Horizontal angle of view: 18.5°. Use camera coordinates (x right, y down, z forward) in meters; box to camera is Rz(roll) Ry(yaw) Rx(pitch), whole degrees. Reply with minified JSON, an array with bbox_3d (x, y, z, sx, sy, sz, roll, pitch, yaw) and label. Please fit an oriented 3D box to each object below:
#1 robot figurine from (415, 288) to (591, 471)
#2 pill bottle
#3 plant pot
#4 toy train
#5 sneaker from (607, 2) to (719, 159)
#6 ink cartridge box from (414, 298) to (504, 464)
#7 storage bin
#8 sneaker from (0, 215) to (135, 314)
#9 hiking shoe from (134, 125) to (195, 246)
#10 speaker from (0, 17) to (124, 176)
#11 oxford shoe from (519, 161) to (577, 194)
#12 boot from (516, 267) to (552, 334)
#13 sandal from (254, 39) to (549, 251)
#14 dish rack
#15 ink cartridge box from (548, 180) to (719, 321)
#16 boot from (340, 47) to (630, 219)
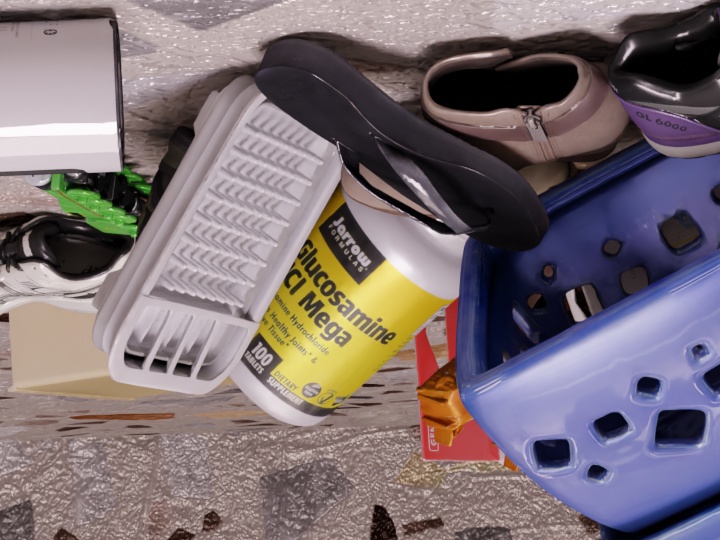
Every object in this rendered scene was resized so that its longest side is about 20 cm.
[{"bbox_3d":[0.142,0.064,1.576,0.199,0.059,0.144,-31,-149,-33],"label":"robot figurine"},{"bbox_3d":[0.000,0.000,1.442,0.200,0.113,0.112,-44,154,20],"label":"pill bottle"},{"bbox_3d":[0.183,0.047,1.282,0.199,0.180,0.200,-28,-157,16],"label":"plant pot"},{"bbox_3d":[-0.179,-0.053,1.491,0.056,0.042,0.200,6,172,11],"label":"toy train"},{"bbox_3d":[0.230,-0.112,1.182,0.198,0.076,0.087,-14,154,24],"label":"sneaker"},{"bbox_3d":[0.116,0.049,1.706,0.044,0.202,0.175,-13,167,43],"label":"ink cartridge box"},{"bbox_3d":[-0.185,0.058,1.989,0.199,0.095,0.198,-10,169,34],"label":"storage bin"},{"bbox_3d":[-0.260,-0.012,1.662,0.198,0.076,0.088,-5,156,-10],"label":"sneaker"},{"bbox_3d":[-0.114,-0.024,1.445,0.075,0.101,0.200,29,169,11],"label":"hiking shoe"},{"bbox_3d":[-0.223,-0.087,1.138,0.198,0.082,0.081,-3,171,-5],"label":"speaker"},{"bbox_3d":[0.050,-0.048,1.509,0.198,0.071,0.075,-21,127,3],"label":"oxford shoe"},{"bbox_3d":[0.175,-0.002,1.559,0.198,0.188,0.064,1,141,-9],"label":"boot"},{"bbox_3d":[0.019,-0.059,1.249,0.199,0.043,0.076,31,156,-24],"label":"sandal"},{"bbox_3d":[-0.085,-0.025,1.326,0.043,0.201,0.171,32,-175,22],"label":"dish rack"},{"bbox_3d":[0.222,-0.014,1.444,0.199,0.130,0.125,-23,166,14],"label":"ink cartridge box"},{"bbox_3d":[0.063,-0.087,1.292,0.198,0.071,0.146,-12,165,16],"label":"boot"}]
